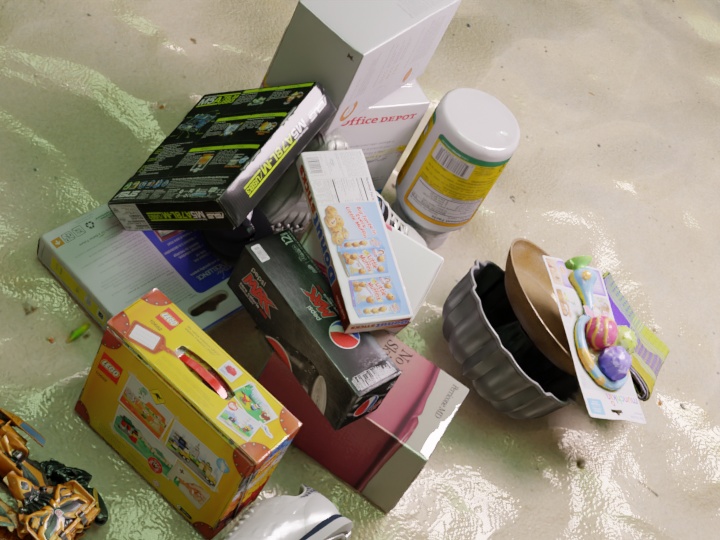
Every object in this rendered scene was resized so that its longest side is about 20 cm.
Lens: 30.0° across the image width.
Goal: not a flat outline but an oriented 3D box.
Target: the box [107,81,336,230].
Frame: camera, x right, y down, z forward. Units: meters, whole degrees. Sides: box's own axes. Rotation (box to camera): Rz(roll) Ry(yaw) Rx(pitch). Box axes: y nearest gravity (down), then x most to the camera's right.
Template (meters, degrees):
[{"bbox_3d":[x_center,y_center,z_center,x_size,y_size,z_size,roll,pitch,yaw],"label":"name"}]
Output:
[{"bbox_3d":[-0.152,-0.123,1.450,0.194,0.199,0.048,-52,124,-32],"label":"box"}]

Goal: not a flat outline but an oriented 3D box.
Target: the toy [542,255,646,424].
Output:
[{"bbox_3d":[0.283,0.072,1.552,0.114,0.047,0.202,12,53,-43],"label":"toy"}]

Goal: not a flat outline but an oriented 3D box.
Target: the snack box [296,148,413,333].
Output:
[{"bbox_3d":[-0.007,-0.033,1.378,0.071,0.024,0.202,-5,63,-24],"label":"snack box"}]

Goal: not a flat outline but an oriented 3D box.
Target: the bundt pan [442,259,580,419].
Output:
[{"bbox_3d":[0.167,0.090,1.578,0.202,0.076,0.203,42,25,-25],"label":"bundt pan"}]

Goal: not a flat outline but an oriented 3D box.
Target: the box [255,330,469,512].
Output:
[{"bbox_3d":[-0.004,0.138,1.452,0.199,0.109,0.128,34,44,4],"label":"box"}]

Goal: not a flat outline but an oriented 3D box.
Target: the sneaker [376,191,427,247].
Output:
[{"bbox_3d":[0.018,-0.055,1.626,0.199,0.072,0.073,33,66,-38],"label":"sneaker"}]

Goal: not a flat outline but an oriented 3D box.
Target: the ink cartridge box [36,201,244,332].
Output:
[{"bbox_3d":[-0.219,-0.002,1.489,0.197,0.047,0.200,-31,70,-37],"label":"ink cartridge box"}]

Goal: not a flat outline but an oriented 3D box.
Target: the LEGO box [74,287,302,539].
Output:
[{"bbox_3d":[-0.174,0.143,1.325,0.200,0.149,0.077,42,45,10],"label":"LEGO box"}]

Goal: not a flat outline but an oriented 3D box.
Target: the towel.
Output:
[{"bbox_3d":[0.333,0.079,1.691,0.144,0.023,0.200,53,23,2],"label":"towel"}]

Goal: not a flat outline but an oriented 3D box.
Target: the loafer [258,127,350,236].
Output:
[{"bbox_3d":[-0.085,-0.095,1.554,0.070,0.200,0.070,6,43,-48],"label":"loafer"}]

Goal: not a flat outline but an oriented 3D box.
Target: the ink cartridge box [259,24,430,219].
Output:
[{"bbox_3d":[-0.037,-0.183,1.655,0.146,0.201,0.145,-9,56,-35],"label":"ink cartridge box"}]

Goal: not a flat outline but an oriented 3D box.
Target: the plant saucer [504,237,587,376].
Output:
[{"bbox_3d":[0.230,0.054,1.609,0.200,0.035,0.201,42,25,-25],"label":"plant saucer"}]

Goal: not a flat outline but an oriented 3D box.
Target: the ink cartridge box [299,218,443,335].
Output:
[{"bbox_3d":[0.000,0.000,1.505,0.146,0.200,0.083,31,80,-1],"label":"ink cartridge box"}]

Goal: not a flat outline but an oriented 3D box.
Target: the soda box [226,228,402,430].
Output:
[{"bbox_3d":[-0.050,0.058,1.368,0.063,0.071,0.201,-22,66,-39],"label":"soda box"}]

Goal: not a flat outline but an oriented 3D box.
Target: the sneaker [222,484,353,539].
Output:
[{"bbox_3d":[-0.101,0.273,1.317,0.199,0.077,0.080,-17,49,-43],"label":"sneaker"}]

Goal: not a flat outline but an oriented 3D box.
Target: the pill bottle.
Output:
[{"bbox_3d":[0.110,-0.120,1.680,0.112,0.201,0.114,15,46,-16],"label":"pill bottle"}]

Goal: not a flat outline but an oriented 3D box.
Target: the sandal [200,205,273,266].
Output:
[{"bbox_3d":[-0.155,-0.084,1.517,0.075,0.043,0.201,-16,57,-17],"label":"sandal"}]

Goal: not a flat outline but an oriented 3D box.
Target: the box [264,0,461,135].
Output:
[{"bbox_3d":[0.005,-0.259,1.510,0.097,0.125,0.200,41,45,11],"label":"box"}]

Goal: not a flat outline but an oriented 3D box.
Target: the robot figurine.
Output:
[{"bbox_3d":[-0.330,0.203,1.250,0.199,0.058,0.145,37,45,6],"label":"robot figurine"}]

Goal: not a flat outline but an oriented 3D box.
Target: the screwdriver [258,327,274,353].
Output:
[{"bbox_3d":[-0.143,0.017,1.545,0.029,0.028,0.201,-21,61,-5],"label":"screwdriver"}]
